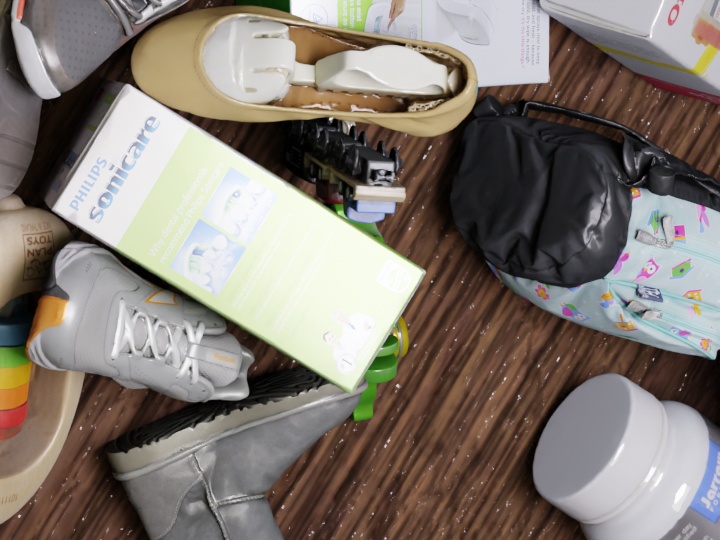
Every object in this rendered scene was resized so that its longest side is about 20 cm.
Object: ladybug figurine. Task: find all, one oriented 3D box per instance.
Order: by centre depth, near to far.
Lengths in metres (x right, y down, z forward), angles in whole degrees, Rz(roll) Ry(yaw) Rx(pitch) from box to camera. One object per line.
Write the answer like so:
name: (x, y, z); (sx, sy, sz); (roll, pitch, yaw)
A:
ladybug figurine: (-0.219, 0.049, 1.350); (0.136, 0.072, 0.201); (-8, 114, -54)

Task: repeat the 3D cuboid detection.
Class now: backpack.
backpack: (0.166, -0.022, 1.497); (0.200, 0.167, 0.127); (19, 99, -39)

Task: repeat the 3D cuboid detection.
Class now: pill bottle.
pill bottle: (0.216, 0.157, 1.560); (0.200, 0.114, 0.114); (34, 84, -26)

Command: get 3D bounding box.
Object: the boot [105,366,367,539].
boot: (-0.053, 0.173, 1.457); (0.181, 0.073, 0.201); (-21, 100, 0)

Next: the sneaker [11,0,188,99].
sneaker: (-0.125, -0.174, 1.322); (0.200, 0.082, 0.077); (-62, 143, -37)

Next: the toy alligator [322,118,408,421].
toy alligator: (0.000, 0.000, 1.467); (0.059, 0.054, 0.201); (-9, 102, -24)

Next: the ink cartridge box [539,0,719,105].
ink cartridge box: (0.206, -0.194, 1.464); (0.200, 0.083, 0.146); (19, 92, -59)

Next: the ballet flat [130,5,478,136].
ballet flat: (-0.028, -0.118, 1.328); (0.199, 0.063, 0.069); (4, 80, -13)

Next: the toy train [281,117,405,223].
toy train: (-0.013, -0.061, 1.372); (0.034, 0.200, 0.046); (3, 100, -15)

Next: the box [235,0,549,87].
box: (0.020, -0.210, 1.419); (0.176, 0.097, 0.201); (-6, 101, -24)

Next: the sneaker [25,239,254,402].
sneaker: (-0.117, 0.035, 1.341); (0.092, 0.200, 0.076); (16, 88, 19)

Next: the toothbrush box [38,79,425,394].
toothbrush box: (-0.078, -0.023, 1.353); (0.200, 0.146, 0.086); (31, 90, -11)

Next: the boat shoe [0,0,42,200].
boat shoe: (-0.211, -0.132, 1.332); (0.075, 0.073, 0.201); (54, 48, -51)
